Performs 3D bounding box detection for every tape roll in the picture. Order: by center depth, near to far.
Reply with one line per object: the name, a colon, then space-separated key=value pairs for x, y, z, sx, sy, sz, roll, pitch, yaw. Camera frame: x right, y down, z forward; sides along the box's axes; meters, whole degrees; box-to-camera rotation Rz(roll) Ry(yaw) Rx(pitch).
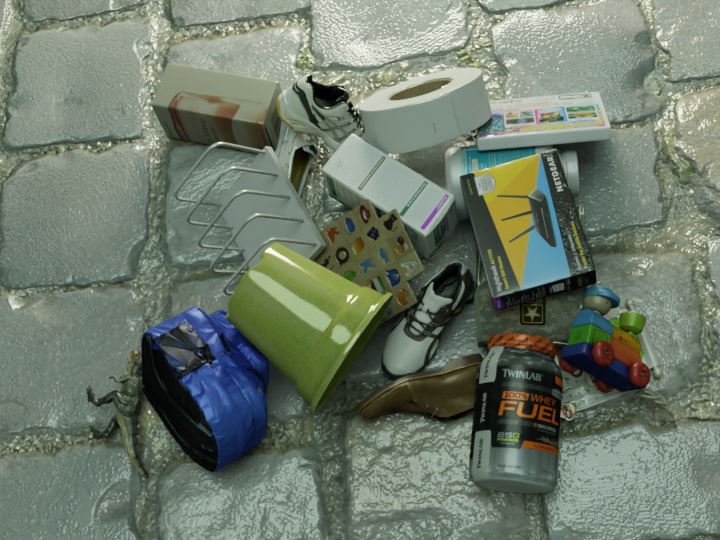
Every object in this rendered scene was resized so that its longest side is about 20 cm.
tape roll: x=0.100 y=-0.245 z=1.782 sx=0.199 sy=0.203 sz=0.072 roll=-16 pitch=108 yaw=2

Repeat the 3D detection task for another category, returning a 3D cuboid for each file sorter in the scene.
file sorter: x=-0.174 y=-0.074 z=1.763 sx=0.139 sy=0.124 sz=0.201 roll=-45 pitch=61 yaw=28

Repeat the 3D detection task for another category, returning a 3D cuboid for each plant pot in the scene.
plant pot: x=-0.083 y=0.065 z=1.635 sx=0.183 sy=0.201 sz=0.201 roll=34 pitch=74 yaw=5

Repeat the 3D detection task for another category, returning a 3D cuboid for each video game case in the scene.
video game case: x=0.277 y=-0.231 z=1.786 sx=0.196 sy=0.024 sz=0.183 roll=-4 pitch=25 yaw=7

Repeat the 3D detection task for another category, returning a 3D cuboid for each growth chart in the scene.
growth chart: x=0.332 y=0.130 z=1.677 sx=0.198 sy=0.018 sz=0.146 roll=-25 pitch=64 yaw=-3

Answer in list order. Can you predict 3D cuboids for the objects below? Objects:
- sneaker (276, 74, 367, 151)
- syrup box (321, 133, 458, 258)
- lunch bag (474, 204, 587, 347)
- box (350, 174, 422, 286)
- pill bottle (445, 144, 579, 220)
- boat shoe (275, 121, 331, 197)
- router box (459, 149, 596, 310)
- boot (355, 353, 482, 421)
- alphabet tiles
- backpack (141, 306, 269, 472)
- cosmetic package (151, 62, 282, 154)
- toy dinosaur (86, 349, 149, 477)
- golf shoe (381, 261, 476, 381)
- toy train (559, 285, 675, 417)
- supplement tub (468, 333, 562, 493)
sneaker: x=-0.032 y=-0.240 z=1.811 sx=0.088 sy=0.198 sz=0.077 roll=-40 pitch=47 yaw=36
syrup box: x=0.045 y=-0.111 z=1.743 sx=0.199 sy=0.079 sz=0.082 roll=34 pitch=74 yaw=21
lunch bag: x=0.248 y=0.016 z=1.687 sx=0.161 sy=0.118 sz=0.203 roll=-2 pitch=67 yaw=10
box: x=0.043 y=-0.053 z=1.789 sx=0.081 sy=0.049 sz=0.203 roll=7 pitch=67 yaw=12
pill bottle: x=0.229 y=-0.139 z=1.763 sx=0.196 sy=0.111 sz=0.112 roll=-4 pitch=65 yaw=8
boat shoe: x=-0.089 y=-0.193 z=1.847 sx=0.085 sy=0.075 sz=0.205 roll=7 pitch=68 yaw=37
router box: x=0.233 y=-0.058 z=1.631 sx=0.147 sy=0.051 sz=0.203 roll=-16 pitch=61 yaw=5
boot: x=0.092 y=0.186 z=1.666 sx=0.197 sy=0.074 sz=0.076 roll=-18 pitch=74 yaw=-2
alphabet tiles: x=0.000 y=0.000 z=1.721 sx=0.199 sy=0.006 sz=0.168 roll=-31 pitch=79 yaw=32
backpack: x=-0.208 y=0.168 z=1.669 sx=0.166 sy=0.163 sz=0.201 roll=-27 pitch=61 yaw=-21
cosmetic package: x=-0.227 y=-0.262 z=1.900 sx=0.197 sy=0.104 sz=0.088 roll=12 pitch=67 yaw=16
toy dinosaur: x=-0.363 y=0.211 z=1.741 sx=0.087 sy=0.048 sz=0.203 roll=-5 pitch=68 yaw=0
golf shoe: x=0.093 y=0.067 z=1.703 sx=0.077 sy=0.095 sz=0.201 roll=30 pitch=75 yaw=19
toy train: x=0.374 y=0.112 z=1.617 sx=0.198 sy=0.084 sz=0.117 roll=28 pitch=66 yaw=-24
supplement tub: x=0.215 y=0.197 z=1.599 sx=0.120 sy=0.123 sz=0.203 roll=3 pitch=72 yaw=10
